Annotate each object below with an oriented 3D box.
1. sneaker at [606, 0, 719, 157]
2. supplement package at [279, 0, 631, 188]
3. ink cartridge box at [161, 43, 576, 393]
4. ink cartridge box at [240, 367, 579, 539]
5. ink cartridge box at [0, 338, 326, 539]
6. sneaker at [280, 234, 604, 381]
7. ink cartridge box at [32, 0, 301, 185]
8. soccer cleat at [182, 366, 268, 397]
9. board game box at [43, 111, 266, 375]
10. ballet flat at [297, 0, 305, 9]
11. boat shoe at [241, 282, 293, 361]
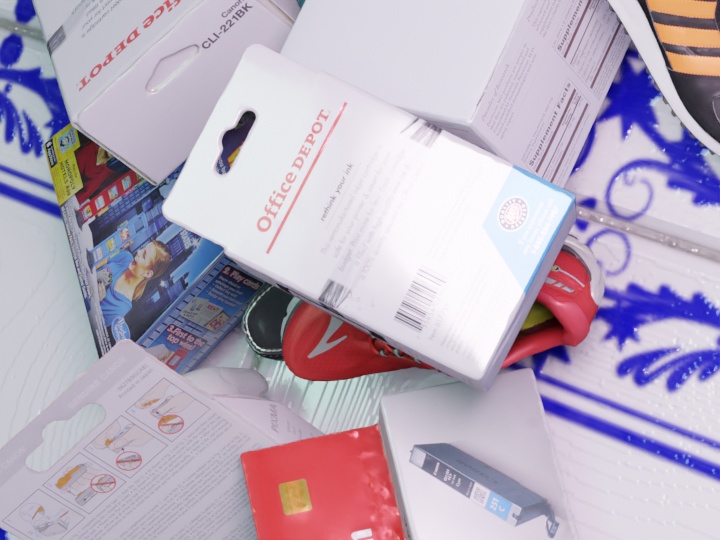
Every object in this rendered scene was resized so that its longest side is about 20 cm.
[{"bbox_3d":[0.197,-0.141,1.271,0.200,0.070,0.090,54,149,2],"label":"sneaker"},{"bbox_3d":[0.069,-0.160,1.380,0.156,0.111,0.200,15,74,38],"label":"supplement package"},{"bbox_3d":[0.006,-0.030,1.291,0.200,0.068,0.116,27,85,9],"label":"ink cartridge box"},{"bbox_3d":[0.035,0.167,1.320,0.176,0.045,0.200,-11,65,-6],"label":"ink cartridge box"},{"bbox_3d":[-0.120,0.127,1.409,0.161,0.200,0.050,-41,28,20],"label":"ink cartridge box"},{"bbox_3d":[0.042,0.030,1.352,0.200,0.077,0.085,-15,32,17],"label":"sneaker"},{"bbox_3d":[-0.127,-0.173,1.502,0.144,0.084,0.200,-41,38,15],"label":"ink cartridge box"},{"bbox_3d":[-0.120,0.139,1.493,0.069,0.078,0.200,52,129,26],"label":"soccer cleat"},{"bbox_3d":[-0.099,-0.052,1.526,0.200,0.062,0.200,-34,54,22],"label":"board game box"},{"bbox_3d":[-0.004,-0.189,1.485,0.069,0.069,0.200,16,117,38],"label":"ballet flat"},{"bbox_3d":[0.000,0.000,1.433,0.200,0.065,0.072,-24,78,28],"label":"boat shoe"}]
